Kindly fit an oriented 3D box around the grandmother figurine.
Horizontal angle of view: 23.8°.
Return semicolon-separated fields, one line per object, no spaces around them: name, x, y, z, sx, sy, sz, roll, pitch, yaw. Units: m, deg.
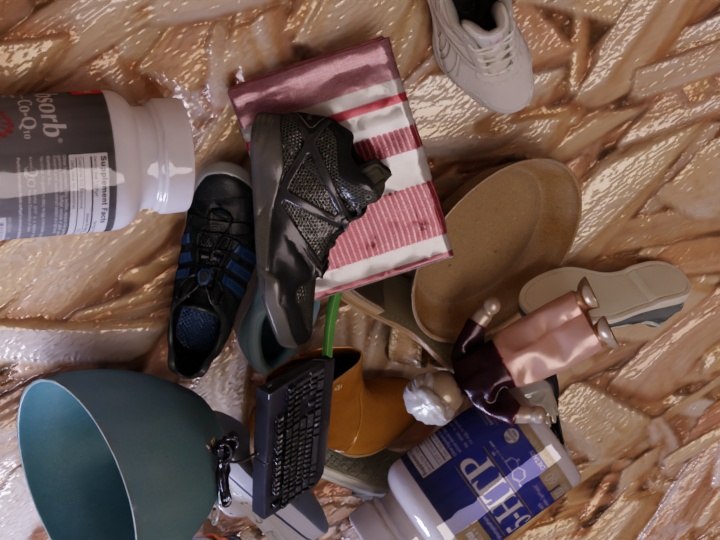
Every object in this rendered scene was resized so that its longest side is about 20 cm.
grandmother figurine;0.132;0.087;1.554;0.200;0.121;0.061;-25;159;8

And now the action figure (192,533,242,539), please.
action figure;-0.120;0.307;1.672;0.193;0.200;0.105;36;64;-39

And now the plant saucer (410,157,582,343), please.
plant saucer;0.117;-0.025;1.566;0.200;0.035;0.200;-25;138;-26

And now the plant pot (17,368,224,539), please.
plant pot;-0.197;0.172;1.524;0.135;0.200;0.200;-19;129;-35

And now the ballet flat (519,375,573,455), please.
ballet flat;0.176;0.152;1.709;0.073;0.073;0.200;-19;125;-8

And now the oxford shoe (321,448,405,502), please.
oxford shoe;0.016;0.208;1.686;0.200;0.075;0.058;18;125;-30

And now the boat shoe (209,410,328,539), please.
boat shoe;-0.118;0.213;1.645;0.086;0.075;0.202;-31;134;13

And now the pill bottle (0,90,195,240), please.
pill bottle;-0.241;-0.086;1.374;0.200;0.116;0.116;-6;123;-18

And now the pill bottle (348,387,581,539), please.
pill bottle;0.095;0.207;1.605;0.200;0.120;0.120;-37;126;-1

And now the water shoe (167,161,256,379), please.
water shoe;-0.126;0.004;1.487;0.071;0.079;0.200;10;119;-2

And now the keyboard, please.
keyboard;-0.077;0.158;1.492;0.127;0.021;0.200;-26;146;-23

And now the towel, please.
towel;-0.015;-0.085;1.459;0.144;0.023;0.200;-17;103;3

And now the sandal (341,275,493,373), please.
sandal;0.039;0.053;1.610;0.212;0.078;0.070;34;137;-26

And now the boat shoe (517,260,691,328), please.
boat shoe;0.230;0.038;1.643;0.200;0.073;0.062;-8;140;-32

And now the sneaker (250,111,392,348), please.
sneaker;-0.031;-0.033;1.421;0.114;0.076;0.200;0;98;4

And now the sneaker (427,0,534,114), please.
sneaker;0.099;-0.200;1.435;0.078;0.099;0.200;-32;126;1

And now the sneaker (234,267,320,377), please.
sneaker;-0.056;0.008;1.522;0.074;0.082;0.200;3;120;-23

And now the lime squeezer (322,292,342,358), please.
lime squeezer;0.000;0.000;1.527;0.200;0.038;0.071;-50;121;-34

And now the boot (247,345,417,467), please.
boot;-0.010;0.114;1.571;0.201;0.071;0.144;-18;150;-28
